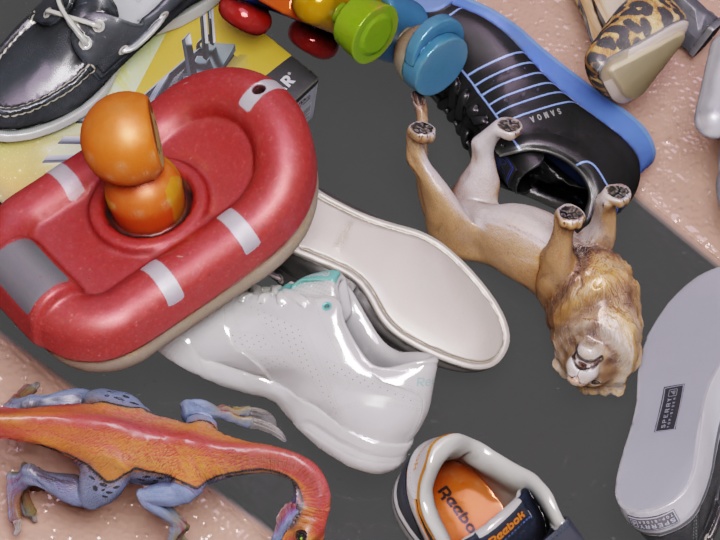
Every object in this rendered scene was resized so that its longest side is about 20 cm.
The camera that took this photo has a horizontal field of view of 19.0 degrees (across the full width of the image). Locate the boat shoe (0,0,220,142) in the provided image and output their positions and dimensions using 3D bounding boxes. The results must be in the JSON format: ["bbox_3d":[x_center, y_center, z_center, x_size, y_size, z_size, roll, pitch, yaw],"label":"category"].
[{"bbox_3d":[-0.156,-0.155,1.288,0.076,0.060,0.200,39,66,13],"label":"boat shoe"}]

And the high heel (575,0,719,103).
[{"bbox_3d":[0.141,-0.177,1.347,0.143,0.071,0.200,43,28,10],"label":"high heel"}]

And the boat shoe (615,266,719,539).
[{"bbox_3d":[0.200,0.083,1.273,0.069,0.057,0.200,-7,43,36],"label":"boat shoe"}]

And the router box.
[{"bbox_3d":[-0.149,-0.093,1.322,0.157,0.052,0.200,39,67,13],"label":"router box"}]

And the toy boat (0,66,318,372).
[{"bbox_3d":[-0.119,-0.048,1.191,0.200,0.131,0.130,-36,56,-19],"label":"toy boat"}]

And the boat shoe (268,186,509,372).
[{"bbox_3d":[0.000,0.000,1.298,0.200,0.057,0.067,32,71,3],"label":"boat shoe"}]

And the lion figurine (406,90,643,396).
[{"bbox_3d":[0.096,-0.016,1.297,0.072,0.123,0.200,-29,54,-31],"label":"lion figurine"}]

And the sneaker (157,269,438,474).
[{"bbox_3d":[-0.045,0.031,1.241,0.200,0.089,0.075,29,22,9],"label":"sneaker"}]

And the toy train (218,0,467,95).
[{"bbox_3d":[-0.028,-0.161,1.259,0.116,0.200,0.085,38,105,33],"label":"toy train"}]

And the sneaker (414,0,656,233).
[{"bbox_3d":[0.086,-0.101,1.342,0.200,0.070,0.078,34,58,9],"label":"sneaker"}]

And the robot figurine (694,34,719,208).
[{"bbox_3d":[0.280,-0.088,1.332,0.169,0.113,0.200,19,63,-18],"label":"robot figurine"}]

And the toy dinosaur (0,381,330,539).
[{"bbox_3d":[-0.114,0.113,1.180,0.181,0.200,0.105,0,77,28],"label":"toy dinosaur"}]

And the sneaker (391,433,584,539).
[{"bbox_3d":[0.094,0.175,1.206,0.078,0.079,0.200,-40,76,-22],"label":"sneaker"}]
